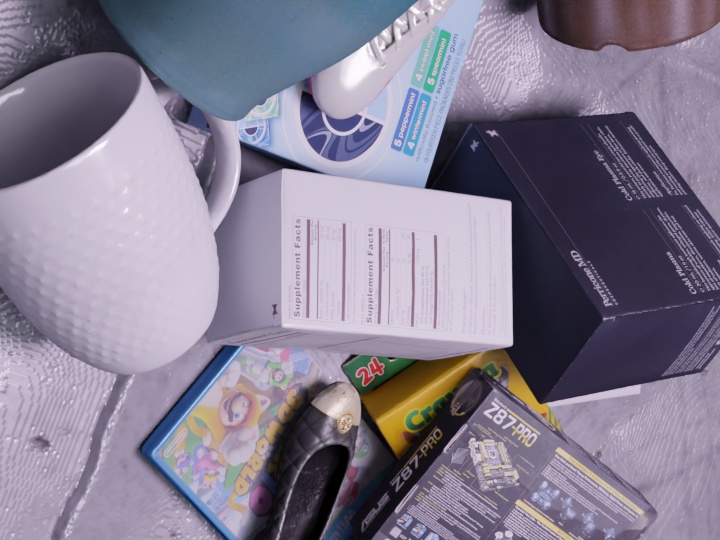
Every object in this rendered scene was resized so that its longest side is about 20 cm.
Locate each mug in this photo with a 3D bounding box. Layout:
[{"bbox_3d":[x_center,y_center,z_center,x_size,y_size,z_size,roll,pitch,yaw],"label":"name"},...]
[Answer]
[{"bbox_3d":[-0.153,-0.043,1.126,0.200,0.147,0.176,-47,129,-29],"label":"mug"}]

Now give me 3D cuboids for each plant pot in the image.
[{"bbox_3d":[-0.062,-0.205,1.101,0.188,0.201,0.199,-44,130,16],"label":"plant pot"},{"bbox_3d":[0.202,-0.287,1.322,0.199,0.200,0.200,-26,124,-30],"label":"plant pot"}]

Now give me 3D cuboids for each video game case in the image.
[{"bbox_3d":[-0.063,0.145,1.321,0.143,0.018,0.200,-50,126,-18],"label":"video game case"}]

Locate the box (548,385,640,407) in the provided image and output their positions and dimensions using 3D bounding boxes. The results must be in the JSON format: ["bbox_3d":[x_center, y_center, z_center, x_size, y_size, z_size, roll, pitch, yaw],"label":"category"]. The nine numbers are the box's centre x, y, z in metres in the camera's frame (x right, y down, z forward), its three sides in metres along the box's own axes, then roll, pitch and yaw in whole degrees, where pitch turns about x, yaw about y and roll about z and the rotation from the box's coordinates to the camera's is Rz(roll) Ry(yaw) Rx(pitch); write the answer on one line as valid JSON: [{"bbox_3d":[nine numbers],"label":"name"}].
[{"bbox_3d":[0.166,0.043,1.465,0.199,0.036,0.146,-5,105,-38],"label":"box"}]

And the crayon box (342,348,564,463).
[{"bbox_3d":[0.087,0.126,1.380,0.126,0.051,0.201,-34,116,-2],"label":"crayon box"}]

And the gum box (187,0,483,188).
[{"bbox_3d":[-0.015,-0.155,1.267,0.199,0.044,0.172,19,88,-40],"label":"gum box"}]

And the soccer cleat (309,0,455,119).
[{"bbox_3d":[0.032,-0.196,1.211,0.070,0.086,0.201,36,76,-37],"label":"soccer cleat"}]

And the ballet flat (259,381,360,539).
[{"bbox_3d":[-0.037,0.182,1.302,0.066,0.057,0.202,20,88,-40],"label":"ballet flat"}]

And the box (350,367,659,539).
[{"bbox_3d":[0.115,0.195,1.360,0.199,0.049,0.162,36,97,-26],"label":"box"}]

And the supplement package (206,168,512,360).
[{"bbox_3d":[0.000,0.000,1.247,0.198,0.113,0.111,6,79,-34],"label":"supplement package"}]

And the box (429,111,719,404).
[{"bbox_3d":[0.178,-0.016,1.345,0.181,0.201,0.104,-6,142,-37],"label":"box"}]
